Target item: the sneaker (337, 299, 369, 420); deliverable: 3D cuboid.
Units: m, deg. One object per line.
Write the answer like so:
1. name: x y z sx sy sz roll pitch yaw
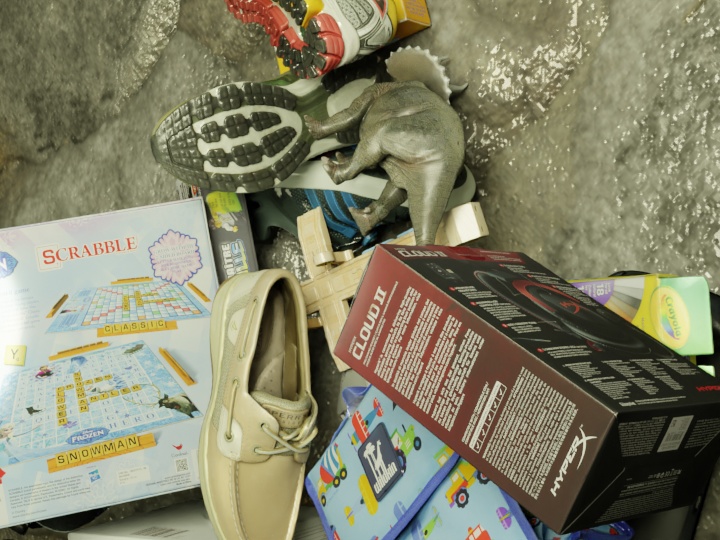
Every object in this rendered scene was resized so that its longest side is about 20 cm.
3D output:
1. sneaker: 0.023 0.110 0.993 0.082 0.074 0.203 -6 81 47

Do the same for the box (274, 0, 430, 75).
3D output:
1. box: -0.027 -0.256 1.025 0.118 0.041 0.202 -19 79 33

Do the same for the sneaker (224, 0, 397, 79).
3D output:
1. sneaker: -0.044 -0.205 0.978 0.200 0.081 0.078 53 148 36

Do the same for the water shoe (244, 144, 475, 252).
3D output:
1. water shoe: 0.000 -0.050 1.007 0.198 0.071 0.080 11 122 35

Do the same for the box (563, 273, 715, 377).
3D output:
1. box: 0.138 0.064 0.871 0.199 0.048 0.119 -5 85 43

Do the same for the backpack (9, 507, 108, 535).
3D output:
1. backpack: -0.235 0.089 1.077 0.176 0.200 0.152 28 105 5

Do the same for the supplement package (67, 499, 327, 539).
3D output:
1. supplement package: -0.110 0.286 1.028 0.150 0.150 0.203 -3 90 33

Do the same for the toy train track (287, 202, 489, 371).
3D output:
1. toy train track: 0.000 0.000 0.941 0.199 0.032 0.116 -24 78 38

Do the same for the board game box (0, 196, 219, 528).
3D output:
1. board game box: -0.189 0.063 0.958 0.041 0.198 0.202 150 110 -74

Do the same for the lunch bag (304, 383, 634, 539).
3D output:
1. lunch bag: 0.050 0.145 0.876 0.201 0.093 0.151 53 125 33

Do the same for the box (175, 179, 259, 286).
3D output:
1. box: -0.101 0.016 1.048 0.110 0.034 0.202 149 111 -74

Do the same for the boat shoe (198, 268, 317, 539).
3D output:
1. boat shoe: -0.063 0.100 0.928 0.065 0.071 0.203 -10 78 55

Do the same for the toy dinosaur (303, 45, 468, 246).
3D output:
1. toy dinosaur: 0.027 -0.084 0.899 0.102 0.077 0.201 -31 33 11

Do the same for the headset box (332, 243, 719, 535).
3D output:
1. headset box: 0.093 0.054 0.782 0.199 0.148 0.076 36 111 35

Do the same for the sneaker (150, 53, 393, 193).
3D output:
1. sneaker: -0.070 -0.104 0.980 0.088 0.199 0.078 5 109 51

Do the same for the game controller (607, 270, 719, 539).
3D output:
1. game controller: 0.181 0.105 0.900 0.103 0.042 0.202 16 101 18
